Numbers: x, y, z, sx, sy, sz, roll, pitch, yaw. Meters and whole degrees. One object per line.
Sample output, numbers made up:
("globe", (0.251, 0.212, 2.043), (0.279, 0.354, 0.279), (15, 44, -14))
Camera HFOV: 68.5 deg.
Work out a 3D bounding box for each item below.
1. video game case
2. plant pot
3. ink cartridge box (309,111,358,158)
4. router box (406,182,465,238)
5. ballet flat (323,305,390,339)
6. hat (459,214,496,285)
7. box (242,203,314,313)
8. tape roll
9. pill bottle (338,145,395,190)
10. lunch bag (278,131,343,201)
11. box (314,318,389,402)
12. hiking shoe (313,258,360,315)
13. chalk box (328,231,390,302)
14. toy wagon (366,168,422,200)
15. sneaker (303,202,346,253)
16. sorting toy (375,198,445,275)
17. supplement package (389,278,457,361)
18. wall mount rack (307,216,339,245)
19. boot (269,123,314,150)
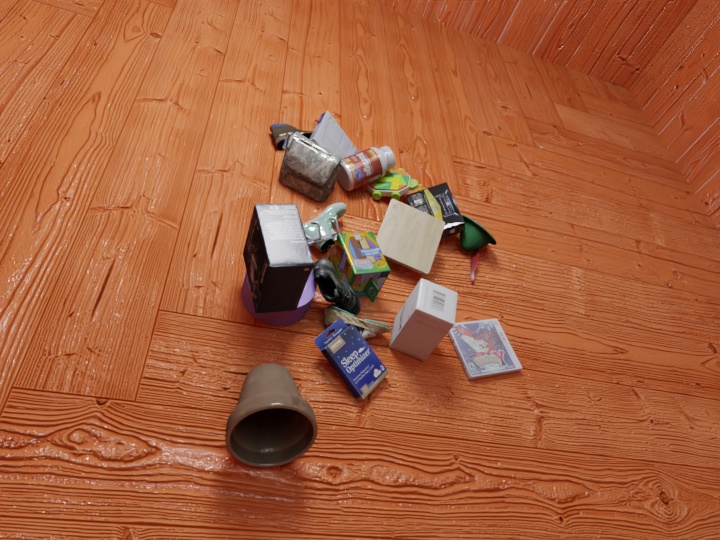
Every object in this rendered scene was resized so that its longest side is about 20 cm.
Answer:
("video game case", (0.378, 0.236, 1.621), (0.198, 0.023, 0.184), (-3, 54, -26))
("plant pot", (-0.204, 0.310, 1.199), (0.198, 0.202, 0.175), (8, 32, -18))
("ink cartridge box", (-0.097, -0.453, 1.945), (0.200, 0.043, 0.198), (49, 37, -29))
("router box", (0.264, -0.205, 1.872), (0.155, 0.052, 0.202), (-17, 55, 2))
("ballet flat", (-0.012, 0.159, 1.493), (0.197, 0.071, 0.066), (17, 74, -6))
("hat", (0.370, -0.079, 1.879), (0.165, 0.177, 0.200), (38, 2, -6))
("box", (-0.214, -0.031, 1.342), (0.116, 0.198, 0.202), (-3, 53, -25))
("tape roll", (-0.225, 0.047, 1.466), (0.197, 0.085, 0.202), (13, 48, -15))
("pill bottle", (0.020, -0.368, 1.874), (0.198, 0.113, 0.113), (-26, 65, -20))
("lunch bag", (-0.166, -0.355, 1.772), (0.198, 0.169, 0.140), (27, 46, 1))
("box", (-0.023, 0.230, 1.404), (0.201, 0.032, 0.121), (52, 49, 2))
("hiking shoe", (-0.071, 0.068, 1.478), (0.200, 0.075, 0.101), (51, 26, -24))
("chalk box", (0.000, 0.000, 1.579), (0.122, 0.125, 0.202), (-4, 53, -27))
("toy wagon", (0.126, -0.317, 1.919), (0.197, 0.040, 0.156), (4, 46, 12))
("sneaker", (-0.090, -0.132, 1.682), (0.118, 0.074, 0.200), (39, 57, 20))
("sorting toy", (0.153, -0.101, 1.737), (0.197, 0.070, 0.202), (23, 67, -3))
("supplement package", (0.175, 0.141, 1.485), (0.116, 0.201, 0.118), (21, 46, -6))
("wall mount rack", (-0.163, -0.109, 1.527), (0.200, 0.172, 0.076), (-26, 106, -64))
("boot", (-0.235, -0.506, 1.934), (0.198, 0.075, 0.098), (-16, 63, -32))
